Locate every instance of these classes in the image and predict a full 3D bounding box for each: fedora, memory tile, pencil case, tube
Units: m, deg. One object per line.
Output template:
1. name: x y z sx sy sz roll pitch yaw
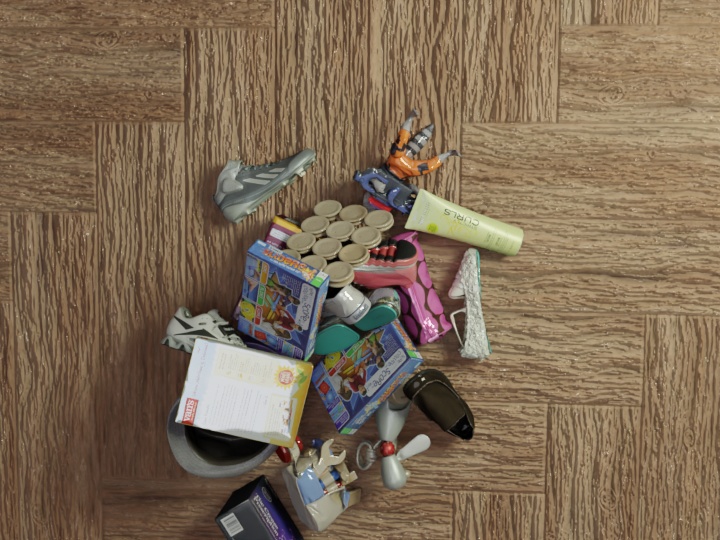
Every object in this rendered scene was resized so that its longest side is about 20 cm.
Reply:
1. fedora: -0.227 0.257 1.542 0.200 0.090 0.177 -22 96 -5
2. memory tile: -0.044 -0.048 1.499 0.153 0.200 0.017 12 133 25
3. pencil case: 0.095 0.034 1.576 0.091 0.094 0.200 -24 95 -8
4. tube: 0.182 -0.076 1.561 0.200 0.052 0.058 18 73 -9

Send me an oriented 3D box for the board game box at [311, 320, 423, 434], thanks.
1. board game box: 0.006 0.170 1.565 0.200 0.034 0.135 -48 52 23

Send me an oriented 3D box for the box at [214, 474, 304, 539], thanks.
1. box: -0.165 0.489 1.620 0.079 0.141 0.200 -31 92 5

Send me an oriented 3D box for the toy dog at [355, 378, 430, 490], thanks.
1. toy dog: 0.070 0.279 1.606 0.096 0.132 0.200 0 102 -34

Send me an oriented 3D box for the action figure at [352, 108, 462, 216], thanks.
1. action figure: 0.085 -0.159 1.578 0.200 0.105 0.193 38 105 -27

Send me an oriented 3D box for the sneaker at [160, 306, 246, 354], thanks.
1. sneaker: -0.245 0.114 1.545 0.200 0.074 0.089 17 85 16

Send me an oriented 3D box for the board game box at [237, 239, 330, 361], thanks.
1. board game box: -0.129 0.055 1.472 0.135 0.034 0.200 27 137 11

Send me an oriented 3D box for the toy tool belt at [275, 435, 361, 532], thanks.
1. toy tool belt: -0.072 0.359 1.612 0.123 0.125 0.200 -27 112 -26

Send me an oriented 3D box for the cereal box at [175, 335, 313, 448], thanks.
1. cereal box: -0.190 0.199 1.477 0.200 0.040 0.144 15 90 -6

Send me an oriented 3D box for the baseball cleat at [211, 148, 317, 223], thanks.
1. baseball cleat: -0.178 -0.172 1.593 0.200 0.070 0.107 -38 92 6

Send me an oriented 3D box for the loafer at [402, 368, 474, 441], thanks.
1. loafer: 0.148 0.235 1.550 0.073 0.071 0.200 -44 133 7

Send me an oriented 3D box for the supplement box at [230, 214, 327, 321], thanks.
1. supplement box: -0.137 0.013 1.599 0.110 0.086 0.200 25 97 2

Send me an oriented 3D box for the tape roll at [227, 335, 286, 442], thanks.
1. tape roll: -0.199 0.221 1.626 0.200 0.085 0.200 0 96 4

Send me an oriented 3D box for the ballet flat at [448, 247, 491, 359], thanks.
1. ballet flat: 0.188 0.062 1.582 0.072 0.072 0.200 -7 93 6

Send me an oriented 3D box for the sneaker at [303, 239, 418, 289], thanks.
1. sneaker: 0.000 0.000 1.512 0.200 0.074 0.087 2 129 15

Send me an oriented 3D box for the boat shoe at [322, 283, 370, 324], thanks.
1. boat shoe: -0.051 0.038 1.502 0.071 0.200 0.070 -46 110 -8

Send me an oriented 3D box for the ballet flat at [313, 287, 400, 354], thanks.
1. ballet flat: -0.009 0.082 1.532 0.200 0.072 0.072 -29 93 33
